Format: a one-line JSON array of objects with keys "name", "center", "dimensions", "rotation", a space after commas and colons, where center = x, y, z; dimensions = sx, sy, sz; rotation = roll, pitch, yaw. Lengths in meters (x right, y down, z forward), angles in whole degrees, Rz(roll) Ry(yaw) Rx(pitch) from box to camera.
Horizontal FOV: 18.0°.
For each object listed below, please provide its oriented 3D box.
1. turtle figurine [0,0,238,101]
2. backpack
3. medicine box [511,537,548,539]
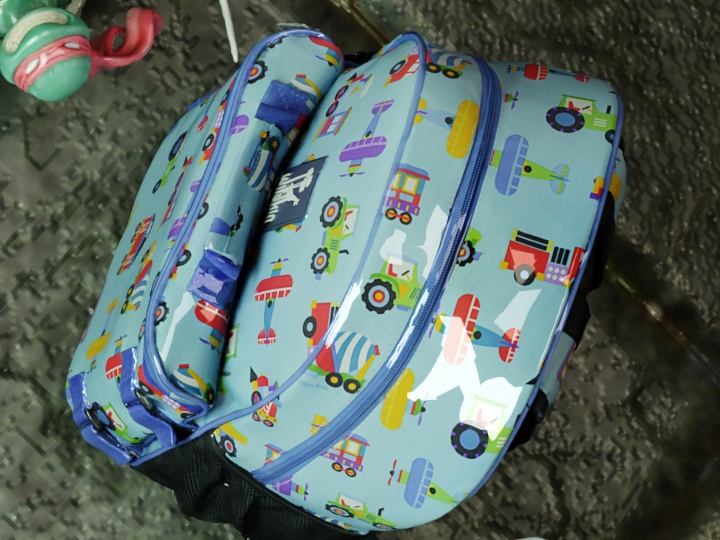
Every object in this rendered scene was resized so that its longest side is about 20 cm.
[{"name": "turtle figurine", "center": [-0.136, -0.133, 0.818], "dimensions": [0.149, 0.101, 0.201], "rotation": [-23, 77, -30]}, {"name": "backpack", "center": [0.000, 0.000, 0.794], "dimensions": [0.134, 0.200, 0.184], "rotation": [27, 71, -16]}, {"name": "medicine box", "center": [0.077, 0.179, 0.791], "dimensions": [0.181, 0.200, 0.104], "rotation": [27, 73, -16]}]
